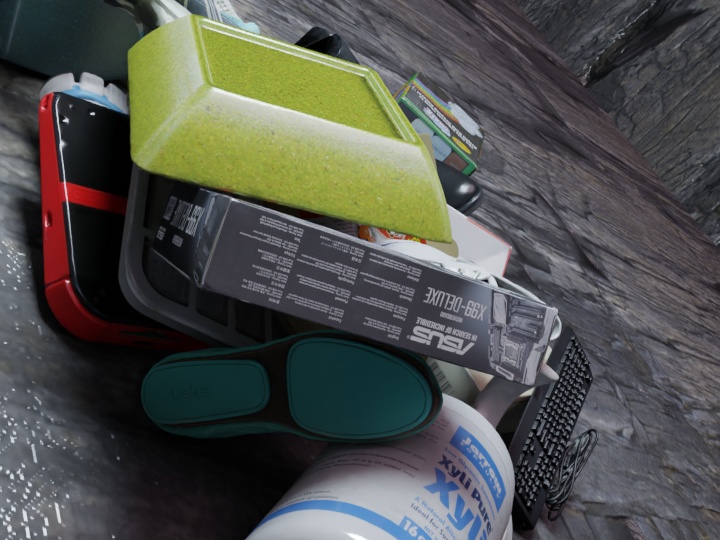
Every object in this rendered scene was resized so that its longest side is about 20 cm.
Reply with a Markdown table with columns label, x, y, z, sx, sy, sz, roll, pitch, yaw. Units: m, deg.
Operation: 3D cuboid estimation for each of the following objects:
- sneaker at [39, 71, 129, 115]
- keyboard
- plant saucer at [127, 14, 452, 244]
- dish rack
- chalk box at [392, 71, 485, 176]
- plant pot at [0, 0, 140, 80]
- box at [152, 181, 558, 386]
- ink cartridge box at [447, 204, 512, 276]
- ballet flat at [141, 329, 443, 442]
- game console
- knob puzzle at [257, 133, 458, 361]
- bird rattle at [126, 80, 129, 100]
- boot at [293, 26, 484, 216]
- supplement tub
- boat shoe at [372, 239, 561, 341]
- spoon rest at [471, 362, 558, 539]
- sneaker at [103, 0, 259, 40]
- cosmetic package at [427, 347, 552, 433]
| label | x | y | z | sx | sy | sz | roll | pitch | yaw |
| --- | --- | --- | --- | --- | --- | --- | --- | --- | --- |
| sneaker | -0.170 | -0.075 | 0.746 | 0.200 | 0.075 | 0.087 | 23 | 52 | -40 |
| keyboard | 0.190 | 0.149 | 0.858 | 0.200 | 0.040 | 0.104 | -54 | 128 | -41 |
| plant saucer | -0.046 | -0.105 | 0.601 | 0.200 | 0.048 | 0.200 | 12 | 27 | -21 |
| dish rack | -0.101 | -0.027 | 0.669 | 0.172 | 0.044 | 0.200 | 30 | 46 | -38 |
| chalk box | 0.062 | -0.140 | 1.125 | 0.125 | 0.124 | 0.200 | 42 | 25 | -7 |
| plant pot | -0.248 | -0.282 | 0.793 | 0.196 | 0.196 | 0.200 | 48 | 45 | 7 |
| box | -0.010 | 0.004 | 0.546 | 0.200 | 0.050 | 0.158 | 18 | 1 | -23 |
| ink cartridge box | 0.025 | -0.014 | 0.860 | 0.116 | 0.200 | 0.068 | 29 | 73 | -31 |
| ballet flat | -0.039 | 0.071 | 0.581 | 0.070 | 0.200 | 0.067 | 5 | 82 | -69 |
| game console | -0.142 | -0.027 | 0.679 | 0.200 | 0.031 | 0.177 | 14 | 56 | -49 |
| knob puzzle | 0.000 | 0.000 | 0.699 | 0.220 | 0.030 | 0.220 | 6 | 81 | -43 |
| bird rattle | -0.111 | -0.121 | 0.827 | 0.200 | 0.113 | 0.163 | 41 | -8 | -24 |
| boot | 0.023 | -0.144 | 0.918 | 0.165 | 0.066 | 0.200 | 20 | -31 | 51 |
| supplement tub | 0.013 | 0.165 | 0.556 | 0.132 | 0.132 | 0.200 | 46 | 25 | 3 |
| boat shoe | 0.076 | 0.018 | 0.701 | 0.200 | 0.067 | 0.074 | 13 | 76 | -41 |
| spoon rest | 0.094 | 0.157 | 0.727 | 0.099 | 0.061 | 0.200 | 40 | 58 | -14 |
| sneaker | -0.151 | -0.227 | 0.693 | 0.086 | 0.078 | 0.200 | -47 | 121 | -25 |
| cosmetic package | 0.119 | 0.100 | 0.895 | 0.200 | 0.073 | 0.104 | 4 | 47 | -54 |
